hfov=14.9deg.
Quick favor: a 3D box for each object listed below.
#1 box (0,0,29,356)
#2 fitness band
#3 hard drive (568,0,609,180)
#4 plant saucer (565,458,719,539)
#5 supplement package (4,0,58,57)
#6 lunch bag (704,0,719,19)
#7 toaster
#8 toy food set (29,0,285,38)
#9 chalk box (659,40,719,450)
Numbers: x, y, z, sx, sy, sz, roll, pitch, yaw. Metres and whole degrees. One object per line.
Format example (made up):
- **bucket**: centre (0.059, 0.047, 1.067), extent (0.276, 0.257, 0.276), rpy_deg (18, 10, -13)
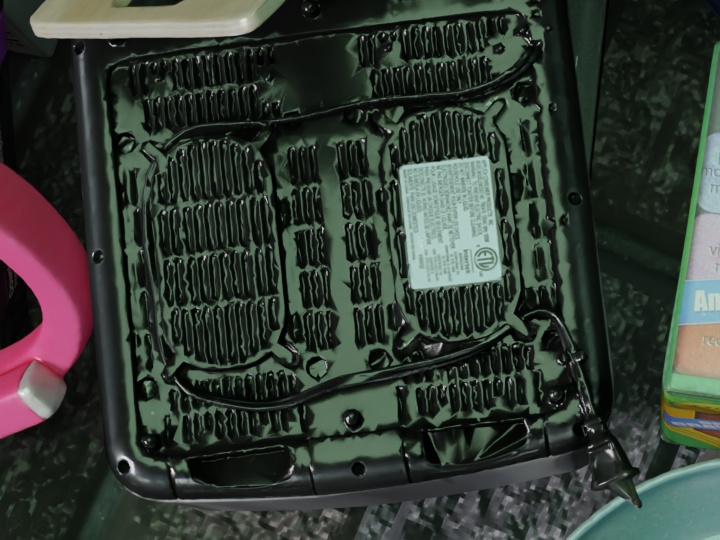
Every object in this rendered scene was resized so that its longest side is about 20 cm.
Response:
- **box**: centre (-0.197, -0.040, 1.016), extent (0.143, 0.200, 0.036), rpy_deg (14, 48, 9)
- **fitness band**: centre (-0.188, 0.012, 1.014), extent (0.200, 0.144, 0.037), rpy_deg (-21, 36, 38)
- **hard drive**: centre (0.022, -0.059, 1.067), extent (0.139, 0.033, 0.201), rpy_deg (5, 82, 8)
- **plant saucer**: centre (0.148, 0.169, 1.015), extent (0.199, 0.036, 0.201), rpy_deg (-1, 82, 6)
- **supplement package**: centre (-0.177, -0.204, 1.028), extent (0.147, 0.200, 0.192), rpy_deg (14, 84, 8)
- **lunch bag**: centre (0.178, -0.148, 0.982), extent (0.136, 0.200, 0.133), rpy_deg (-8, 69, 24)
- **toaster**: centre (0.000, 0.000, 0.983), extent (0.180, 0.119, 0.201), rpy_deg (-8, 80, 6)
- **toy food set**: centre (-0.103, -0.165, 0.850), extent (0.060, 0.143, 0.200), rpy_deg (-32, 110, -28)
- **chalk box**: centre (0.172, -0.001, 0.954), extent (0.124, 0.200, 0.124), rpy_deg (9, 82, 8)
